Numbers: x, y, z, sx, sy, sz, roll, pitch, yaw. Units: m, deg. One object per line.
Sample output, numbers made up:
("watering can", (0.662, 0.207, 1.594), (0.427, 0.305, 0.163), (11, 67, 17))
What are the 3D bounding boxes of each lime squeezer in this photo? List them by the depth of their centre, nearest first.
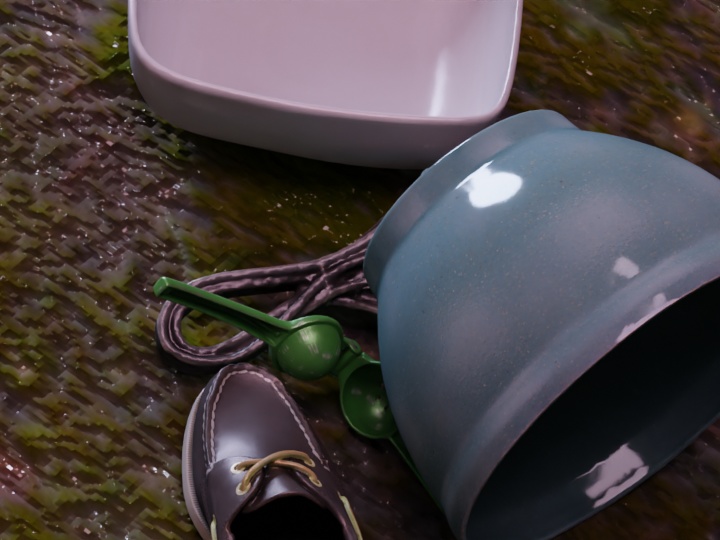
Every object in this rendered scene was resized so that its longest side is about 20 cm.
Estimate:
("lime squeezer", (-0.015, 0.056, 1.284), (0.200, 0.038, 0.071), (41, 40, -14))

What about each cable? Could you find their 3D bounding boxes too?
("cable", (0.000, 0.000, 1.333), (0.200, 0.050, 0.097), (-2, 75, -17))

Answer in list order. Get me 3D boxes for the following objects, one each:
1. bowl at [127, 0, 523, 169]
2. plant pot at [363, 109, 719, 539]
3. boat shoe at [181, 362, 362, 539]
("bowl", (-0.021, -0.134, 1.429), (0.200, 0.075, 0.200), (10, 51, -5))
("plant pot", (0.085, 0.014, 1.246), (0.200, 0.200, 0.134), (-27, 66, -29))
("boat shoe", (-0.032, 0.118, 1.234), (0.072, 0.061, 0.201), (-5, 53, -16))
